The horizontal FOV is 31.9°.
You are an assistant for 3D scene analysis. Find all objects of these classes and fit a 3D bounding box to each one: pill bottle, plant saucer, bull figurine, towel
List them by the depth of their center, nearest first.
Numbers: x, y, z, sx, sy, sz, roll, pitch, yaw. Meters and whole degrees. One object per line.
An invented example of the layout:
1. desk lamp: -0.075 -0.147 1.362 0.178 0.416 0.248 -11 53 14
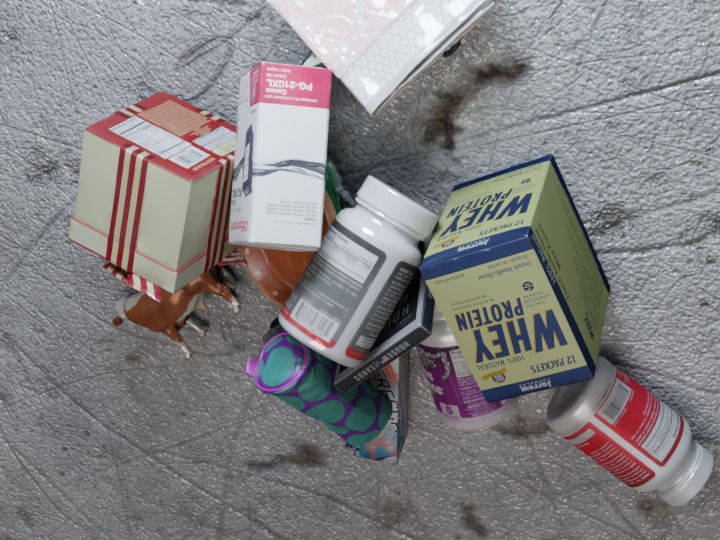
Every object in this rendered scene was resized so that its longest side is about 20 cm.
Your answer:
1. towel: 0.022 -0.300 1.370 0.200 0.032 0.191 -42 81 15
2. pill bottle: 0.000 0.000 1.454 0.114 0.114 0.200 31 96 -3
3. plant saucer: -0.089 -0.050 1.575 0.200 0.032 0.201 22 120 42
4. pill bottle: 0.127 0.094 1.596 0.112 0.112 0.200 -8 118 22
5. pill bottle: 0.344 0.208 1.599 0.200 0.112 0.112 37 125 -7
6. bull figurine: -0.249 0.047 1.718 0.121 0.065 0.200 40 126 -14

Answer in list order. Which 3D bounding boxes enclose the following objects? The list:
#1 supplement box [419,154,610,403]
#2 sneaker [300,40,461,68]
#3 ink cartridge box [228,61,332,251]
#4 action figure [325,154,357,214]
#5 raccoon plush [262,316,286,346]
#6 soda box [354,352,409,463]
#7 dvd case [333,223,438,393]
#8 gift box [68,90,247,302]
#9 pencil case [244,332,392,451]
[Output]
1. supplement box: 0.187 0.009 1.470 0.134 0.200 0.200 -17 115 26
2. sneaker: 0.023 -0.250 1.437 0.200 0.075 0.085 -19 114 27
3. ink cartridge box: -0.093 -0.124 1.428 0.084 0.145 0.201 4 90 -15
4. action figure: -0.038 -0.073 1.569 0.118 0.055 0.201 8 115 50
5. raccoon plush: -0.046 0.112 1.633 0.097 0.200 0.134 -45 105 -4
6. soda box: 0.029 0.159 1.694 0.063 0.068 0.200 7 122 13
7. dvd case: 0.036 0.041 1.539 0.025 0.200 0.150 39 125 -21
8. gift box: -0.232 -0.080 1.541 0.200 0.184 0.187 31 126 20
9. pencil case: -0.047 0.151 1.568 0.092 0.085 0.200 -4 151 35
